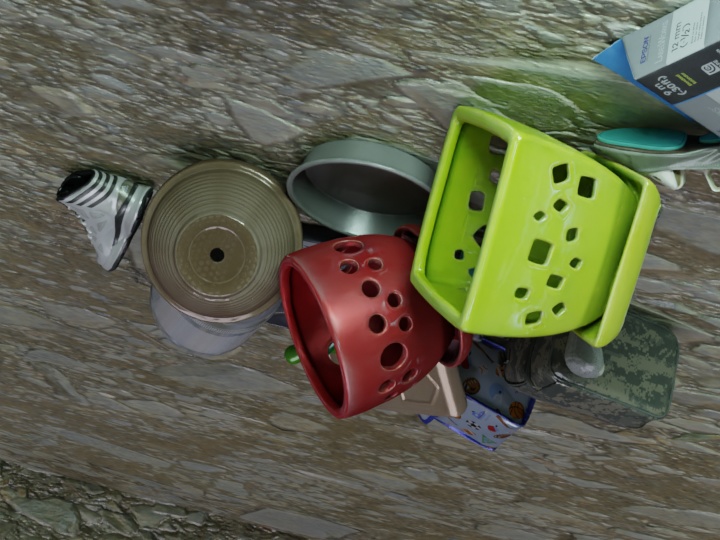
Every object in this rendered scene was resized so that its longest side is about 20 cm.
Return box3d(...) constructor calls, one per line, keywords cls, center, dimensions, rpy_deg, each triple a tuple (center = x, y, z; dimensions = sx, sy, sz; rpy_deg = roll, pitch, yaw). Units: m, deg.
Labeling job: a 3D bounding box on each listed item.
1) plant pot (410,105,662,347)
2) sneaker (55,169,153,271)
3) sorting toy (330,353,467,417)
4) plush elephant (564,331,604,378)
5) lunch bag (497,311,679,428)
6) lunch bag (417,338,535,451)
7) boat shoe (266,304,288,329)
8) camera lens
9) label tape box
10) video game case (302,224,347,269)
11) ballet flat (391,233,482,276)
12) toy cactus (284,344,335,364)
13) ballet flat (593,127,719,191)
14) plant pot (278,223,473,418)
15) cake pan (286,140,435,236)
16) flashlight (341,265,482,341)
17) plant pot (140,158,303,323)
box3d(cls="plant pot", center=(0.177, -0.040, 1.288), dimensions=(0.180, 0.201, 0.200), rpy_deg=(12, -168, -15))
box3d(cls="sneaker", center=(-0.354, -0.079, 1.732), dimensions=(0.115, 0.076, 0.201), rpy_deg=(27, 147, -8))
box3d(cls="sorting toy", center=(0.046, 0.123, 1.841), dimensions=(0.198, 0.037, 0.187), rpy_deg=(0, 121, 29))
box3d(cls="plush elephant", center=(0.238, 0.005, 1.487), dimensions=(0.163, 0.202, 0.155), rpy_deg=(21, -178, 16))
box3d(cls="lunch bag", center=(0.300, 0.129, 1.726), dimensions=(0.198, 0.141, 0.168), rpy_deg=(20, 155, -13))
box3d(cls="lunch bag", center=(0.155, 0.172, 1.936), dimensions=(0.199, 0.124, 0.170), rpy_deg=(30, 156, 0))
box3d(cls="boat shoe", center=(-0.065, 0.084, 1.922), dimensions=(0.198, 0.063, 0.073), rpy_deg=(6, 155, 17))
box3d(cls="camera lens", center=(-0.188, 0.018, 1.722), dimensions=(0.159, 0.161, 0.200), rpy_deg=(20, 156, -15))
box3d(cls="label tape box", center=(0.320, -0.171, 1.140), dimensions=(0.143, 0.067, 0.199), rpy_deg=(26, 152, -27))
box3d(cls="video game case", center=(0.000, 0.000, 1.748), dimensions=(0.198, 0.026, 0.181), rpy_deg=(10, 156, 9))
box3d(cls="ballet flat", center=(0.126, -0.011, 1.603), dimensions=(0.198, 0.069, 0.072), rpy_deg=(12, -162, 23))
box3d(cls="toy cactus", center=(-0.005, 0.093, 1.740), dimensions=(0.198, 0.103, 0.165), rpy_deg=(8, 155, 9))
box3d(cls="ballet flat", center=(0.327, -0.107, 1.262), dimensions=(0.198, 0.067, 0.064), rpy_deg=(0, 112, 25))
box3d(cls="plant pot", center=(0.020, 0.048, 1.503), dimensions=(0.181, 0.202, 0.201), rpy_deg=(-22, 164, -17))
box3d(cls="cake pan", center=(0.012, -0.092, 1.519), dimensions=(0.198, 0.037, 0.201), rpy_deg=(12, 156, 5))
box3d(cls="flashlight", center=(0.068, 0.041, 1.662), dimensions=(0.198, 0.069, 0.068), rpy_deg=(18, -164, 7))
box3d(cls="plant pot", center=(-0.168, -0.029, 1.540), dimensions=(0.199, 0.203, 0.093), rpy_deg=(16, -169, -4))
